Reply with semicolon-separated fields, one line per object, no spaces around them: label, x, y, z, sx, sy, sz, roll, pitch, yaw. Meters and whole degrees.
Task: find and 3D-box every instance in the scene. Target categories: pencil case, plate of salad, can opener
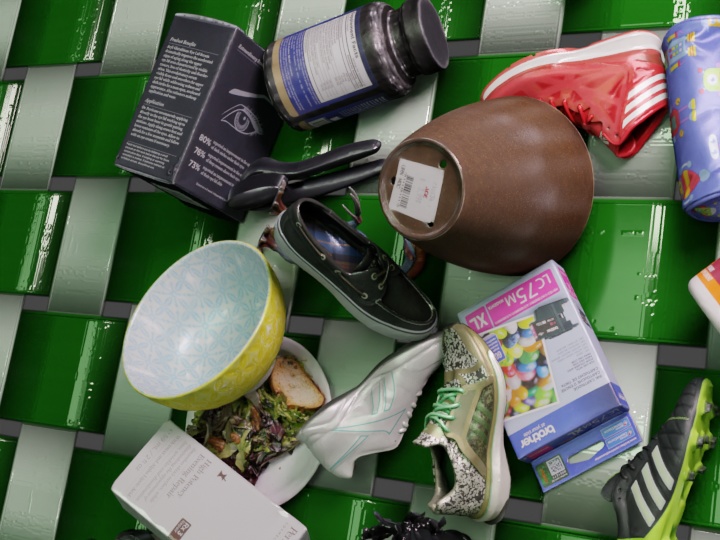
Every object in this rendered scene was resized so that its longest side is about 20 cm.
pencil case;0.345;-0.146;1.079;0.085;0.078;0.203;-4;71;6
plate of salad;-0.123;0.169;1.257;0.197;0.048;0.203;-8;72;26
can opener;-0.059;-0.107;1.303;0.197;0.064;0.079;-12;42;15

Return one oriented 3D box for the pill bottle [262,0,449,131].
pill bottle;-0.004;-0.241;1.279;0.198;0.112;0.113;-16;68;23

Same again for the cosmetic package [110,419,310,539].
cosmetic package;-0.159;0.264;1.188;0.199;0.074;0.102;33;68;16

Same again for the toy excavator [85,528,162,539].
toy excavator;-0.212;0.385;1.225;0.192;0.100;0.203;-13;82;27

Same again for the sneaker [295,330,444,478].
sneaker;0.029;0.141;1.181;0.200;0.070;0.081;-39;88;5

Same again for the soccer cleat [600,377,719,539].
soccer cleat;0.271;0.190;1.027;0.080;0.067;0.203;18;87;33

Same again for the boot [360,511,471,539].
boot;0.067;0.326;1.038;0.073;0.162;0.201;-18;67;24

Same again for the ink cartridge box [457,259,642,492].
ink cartridge box;0.187;0.104;1.114;0.118;0.042;0.202;-30;64;18

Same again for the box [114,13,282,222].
box;-0.181;-0.182;1.338;0.103;0.148;0.202;18;83;32

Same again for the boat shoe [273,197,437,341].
boat shoe;0.000;0.000;1.128;0.199;0.057;0.069;35;57;-6

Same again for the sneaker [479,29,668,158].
sneaker;0.223;-0.167;1.154;0.198;0.078;0.117;-18;66;24

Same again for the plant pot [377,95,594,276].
plant pot;0.106;-0.081;1.090;0.185;0.199;0.190;4;96;33

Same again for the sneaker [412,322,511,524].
sneaker;0.093;0.151;1.097;0.077;0.088;0.203;-23;70;56

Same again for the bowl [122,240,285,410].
bowl;-0.154;0.079;1.233;0.198;0.108;0.202;-20;47;23

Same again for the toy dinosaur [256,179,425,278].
toy dinosaur;-0.019;-0.035;1.254;0.179;0.200;0.106;21;87;-6

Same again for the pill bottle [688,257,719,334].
pill bottle;0.402;-0.003;0.987;0.199;0.109;0.110;-38;61;13
